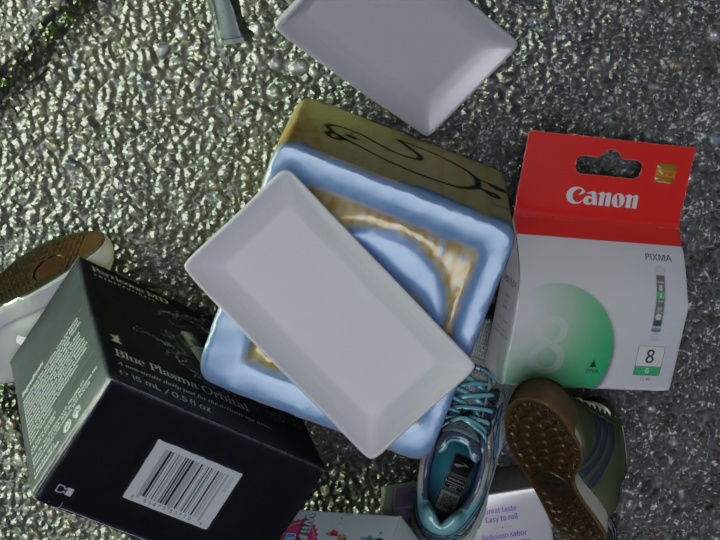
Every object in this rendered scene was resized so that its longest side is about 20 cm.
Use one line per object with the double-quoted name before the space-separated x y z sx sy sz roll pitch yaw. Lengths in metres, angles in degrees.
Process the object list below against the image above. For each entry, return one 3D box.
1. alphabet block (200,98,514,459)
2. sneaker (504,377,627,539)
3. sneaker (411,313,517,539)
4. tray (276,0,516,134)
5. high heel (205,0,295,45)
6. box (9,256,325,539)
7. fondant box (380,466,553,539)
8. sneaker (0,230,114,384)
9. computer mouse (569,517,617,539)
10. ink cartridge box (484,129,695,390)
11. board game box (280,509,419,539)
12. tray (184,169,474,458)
"alphabet block" 0.000 0.000 1.265 0.194 0.200 0.198 22 105 -4
"sneaker" 0.174 0.133 1.323 0.067 0.090 0.201 7 142 30
"sneaker" 0.091 0.130 1.327 0.077 0.086 0.202 11 78 8
"tray" 0.029 -0.185 1.245 0.107 0.022 0.199 -43 139 16
"high heel" -0.041 -0.266 1.261 0.198 0.071 0.144 -12 106 11
"box" -0.157 0.114 1.273 0.196 0.200 0.118 27 106 -28
"fondant box" 0.102 0.279 1.409 0.143 0.058 0.202 -9 103 5
"sneaker" -0.277 0.042 1.364 0.199 0.073 0.085 -33 122 11
"computer mouse" 0.205 0.285 1.423 0.058 0.034 0.202 -9 98 -7
"ink cartridge box" 0.195 -0.004 1.307 0.159 0.050 0.202 4 108 -22
"board game box" -0.032 0.261 1.336 0.198 0.065 0.148 -1 141 30
"tray" -0.021 0.031 1.159 0.107 0.022 0.200 -42 100 12
